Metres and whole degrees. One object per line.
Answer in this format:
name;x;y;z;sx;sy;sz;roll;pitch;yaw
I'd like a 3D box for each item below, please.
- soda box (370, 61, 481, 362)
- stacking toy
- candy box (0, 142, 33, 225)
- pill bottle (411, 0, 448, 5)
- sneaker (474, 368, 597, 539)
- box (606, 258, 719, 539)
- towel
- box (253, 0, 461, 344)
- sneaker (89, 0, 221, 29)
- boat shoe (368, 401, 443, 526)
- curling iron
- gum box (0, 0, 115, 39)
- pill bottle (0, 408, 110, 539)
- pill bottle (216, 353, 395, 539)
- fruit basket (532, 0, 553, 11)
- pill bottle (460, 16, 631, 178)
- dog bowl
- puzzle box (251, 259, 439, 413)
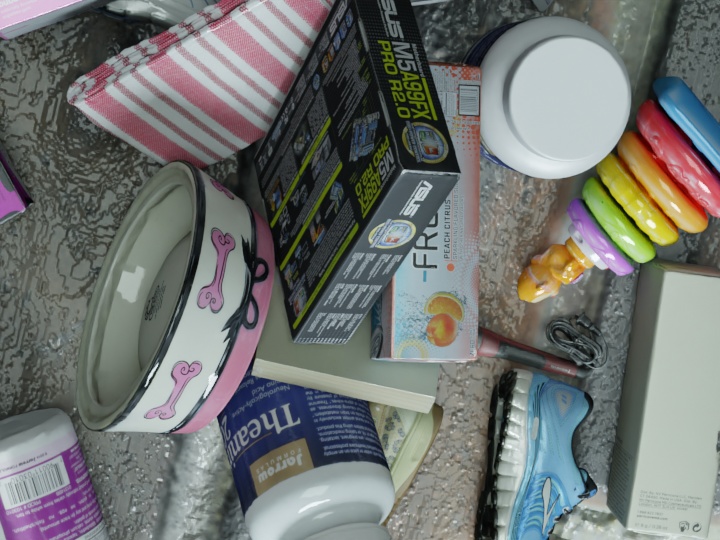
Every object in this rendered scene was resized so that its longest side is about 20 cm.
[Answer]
soda box;0.044;-0.038;1.139;0.063;0.068;0.203;2;86;-12
stacking toy;0.197;-0.041;1.254;0.200;0.116;0.110;-42;95;13
candy box;-0.361;-0.058;1.223;0.198;0.061;0.137;-29;98;-1
pill bottle;0.030;-0.294;1.198;0.111;0.112;0.203;-7;97;-3
sneaker;0.141;0.181;1.279;0.089;0.078;0.203;6;96;-8
box;0.240;0.097;1.274;0.067;0.082;0.203;7;97;-4
towel;-0.088;-0.141;1.173;0.198;0.146;0.030;-26;61;17
box;-0.009;-0.070;1.117;0.044;0.201;0.162;1;55;-25
sneaker;-0.119;-0.210;1.220;0.198;0.075;0.088;18;90;-6
boat shoe;-0.008;0.180;1.275;0.062;0.073;0.201;30;83;-1
curling iron;0.095;0.045;1.287;0.197;0.026;0.050;10;75;0
gum box;-0.177;-0.250;1.154;0.198;0.066;0.115;-20;94;-4
pill bottle;-0.240;0.214;1.237;0.111;0.112;0.202;-16;97;-2
pill bottle;-0.039;0.136;1.197;0.110;0.111;0.202;-18;61;-2
fruit basket;0.150;-0.300;1.175;0.186;0.094;0.200;-50;141;3
pill bottle;0.129;-0.123;1.180;0.110;0.200;0.113;0;96;-4
dog bowl;-0.131;0.027;1.190;0.073;0.200;0.202;20;95;-25
puzzle box;0.000;0.000;1.213;0.131;0.026;0.202;12;55;-5
